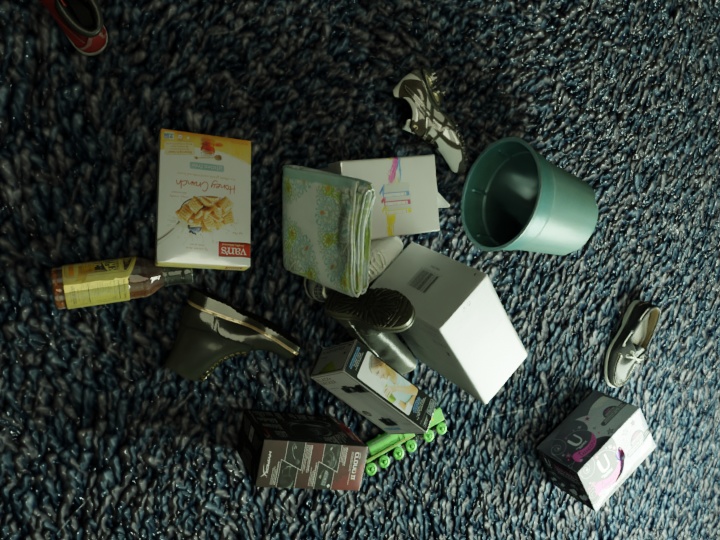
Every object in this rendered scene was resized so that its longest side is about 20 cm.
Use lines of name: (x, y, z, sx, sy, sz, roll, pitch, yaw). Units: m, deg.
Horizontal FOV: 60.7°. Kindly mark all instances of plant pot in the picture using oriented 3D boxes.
plant pot: (0.322, -0.119, 1.140, 0.192, 0.199, 0.206, 11, 91, -31)

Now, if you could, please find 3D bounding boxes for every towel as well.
towel: (-0.058, -0.065, 0.954, 0.047, 0.198, 0.176, -10, 111, -42)

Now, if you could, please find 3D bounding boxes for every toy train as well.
toy train: (0.076, 0.314, 1.151, 0.196, 0.042, 0.058, -23, 94, -20)

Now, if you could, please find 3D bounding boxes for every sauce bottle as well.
sauce bottle: (-0.353, 0.013, 0.919, 0.195, 0.066, 0.068, -9, 99, -25)

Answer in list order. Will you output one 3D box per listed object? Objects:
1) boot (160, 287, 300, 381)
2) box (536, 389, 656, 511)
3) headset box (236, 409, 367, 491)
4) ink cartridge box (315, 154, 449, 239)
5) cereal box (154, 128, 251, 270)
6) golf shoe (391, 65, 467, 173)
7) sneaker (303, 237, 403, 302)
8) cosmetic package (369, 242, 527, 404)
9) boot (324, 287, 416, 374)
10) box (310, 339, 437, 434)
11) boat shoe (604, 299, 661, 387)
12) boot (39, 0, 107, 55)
boot: (-0.208, 0.133, 0.995, 0.197, 0.077, 0.141, 27, 89, -10)
box: (0.492, 0.369, 1.287, 0.199, 0.132, 0.116, -38, 110, -16)
headset box: (-0.090, 0.295, 1.016, 0.195, 0.148, 0.079, 12, 91, -25)
ink cartridge box: (0.039, -0.123, 1.040, 0.195, 0.128, 0.129, -9, 98, -23)
cereal box: (-0.239, -0.105, 0.942, 0.140, 0.039, 0.206, 2, 79, -25)
golf shoe: (0.123, -0.256, 1.103, 0.093, 0.078, 0.203, -28, 105, 0)
sneaker: (0.000, 0.000, 1.062, 0.197, 0.080, 0.078, -30, 105, -19)
cosmetic package: (0.148, 0.087, 1.048, 0.123, 0.198, 0.201, -45, 124, -12)
boot: (0.046, 0.113, 1.011, 0.073, 0.179, 0.202, -53, 133, -26)
box: (0.023, 0.206, 1.066, 0.199, 0.116, 0.061, 40, 58, -21)
boat shoe: (0.600, 0.165, 1.352, 0.073, 0.060, 0.204, 29, 84, -24)
boot: (-0.408, -0.392, 0.808, 0.072, 0.144, 0.202, -39, 108, -12)
